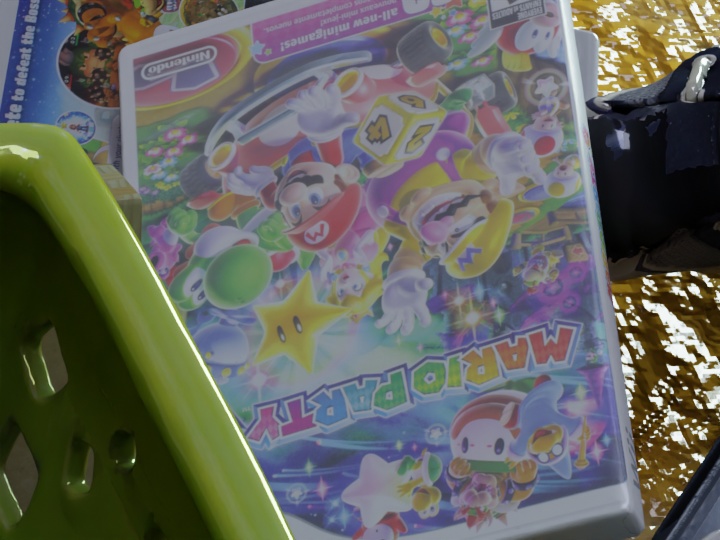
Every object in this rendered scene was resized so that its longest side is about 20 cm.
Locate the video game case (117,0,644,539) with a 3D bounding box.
[{"bbox_3d":[0.000,0.000,0.804,0.143,0.018,0.201,-15,56,15],"label":"video game case"}]

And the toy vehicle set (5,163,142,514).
[{"bbox_3d":[-0.155,0.042,0.728,0.199,0.125,0.027,-6,25,-25],"label":"toy vehicle set"}]

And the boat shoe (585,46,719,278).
[{"bbox_3d":[0.138,-0.040,0.892,0.092,0.075,0.200,-15,4,27],"label":"boat shoe"}]

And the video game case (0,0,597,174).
[{"bbox_3d":[-0.025,-0.029,0.890,0.199,0.018,0.144,8,58,-5],"label":"video game case"}]

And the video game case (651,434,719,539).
[{"bbox_3d":[0.155,0.099,0.817,0.143,0.019,0.200,46,43,-3],"label":"video game case"}]

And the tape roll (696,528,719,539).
[{"bbox_3d":[0.116,0.161,0.676,0.200,0.066,0.201,22,49,-28],"label":"tape roll"}]

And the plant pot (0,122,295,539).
[{"bbox_3d":[-0.135,0.103,0.626,0.199,0.182,0.199,-8,46,-26],"label":"plant pot"}]
